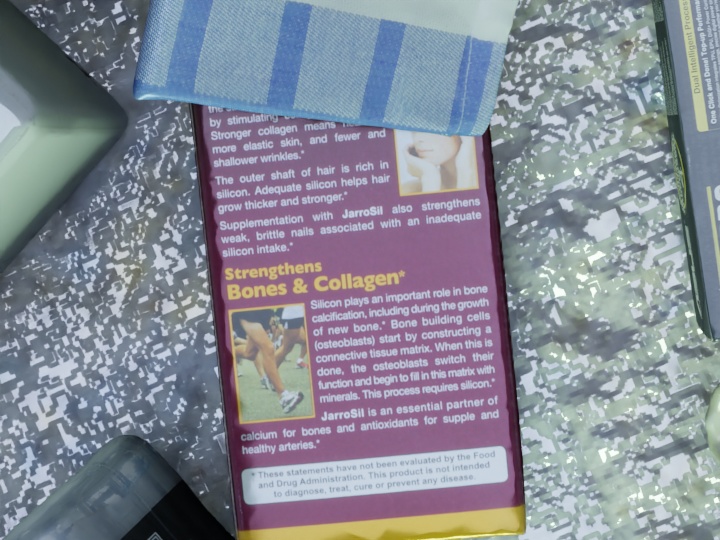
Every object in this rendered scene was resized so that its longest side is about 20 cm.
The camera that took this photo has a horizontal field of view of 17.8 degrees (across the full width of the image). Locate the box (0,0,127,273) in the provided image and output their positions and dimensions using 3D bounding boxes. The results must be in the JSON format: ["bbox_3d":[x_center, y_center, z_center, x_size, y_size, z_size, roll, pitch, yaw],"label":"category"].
[{"bbox_3d":[-0.218,-0.058,0.825,0.200,0.199,0.171,43,95,0],"label":"box"}]

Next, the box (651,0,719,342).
[{"bbox_3d":[0.195,-0.083,0.875,0.160,0.049,0.202,-9,94,2],"label":"box"}]

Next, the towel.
[{"bbox_3d":[0.011,-0.142,0.753,0.146,0.024,0.202,5,109,-36],"label":"towel"}]

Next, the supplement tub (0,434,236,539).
[{"bbox_3d":[-0.064,0.172,0.870,0.122,0.123,0.200,-43,90,5],"label":"supplement tub"}]

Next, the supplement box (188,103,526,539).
[{"bbox_3d":[0.000,0.000,0.873,0.109,0.086,0.202,-6,94,3],"label":"supplement box"}]

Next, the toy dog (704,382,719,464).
[{"bbox_3d":[0.252,0.078,0.823,0.199,0.194,0.141,-10,78,-29],"label":"toy dog"}]
